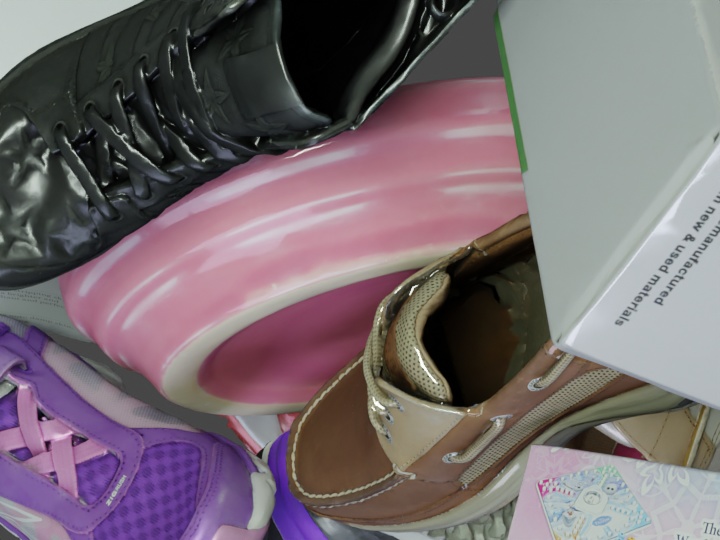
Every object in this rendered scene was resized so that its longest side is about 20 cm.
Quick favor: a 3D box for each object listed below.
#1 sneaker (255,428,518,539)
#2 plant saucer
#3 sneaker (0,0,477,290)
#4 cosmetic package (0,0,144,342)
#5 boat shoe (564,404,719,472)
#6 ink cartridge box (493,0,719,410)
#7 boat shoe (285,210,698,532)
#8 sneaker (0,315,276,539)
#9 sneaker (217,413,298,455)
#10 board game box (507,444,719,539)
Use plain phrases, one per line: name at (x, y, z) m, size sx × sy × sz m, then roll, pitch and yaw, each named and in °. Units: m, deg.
sneaker at (0.030, 0.123, 1.004) m, size 0.099 × 0.070 × 0.200 m, roll -34°, pitch 116°, yaw 31°
plant saucer at (0.000, 0.000, 0.926) m, size 0.199 × 0.051 × 0.201 m, roll -13°, pitch 161°, yaw -5°
sneaker at (-0.036, -0.058, 0.782) m, size 0.060 × 0.199 × 0.104 m, roll 56°, pitch 174°, yaw -14°
cosmetic package at (-0.130, -0.053, 0.930) m, size 0.112 × 0.082 × 0.200 m, roll 13°, pitch 157°, yaw -4°
boat shoe at (0.096, 0.041, 0.912) m, size 0.069 × 0.201 × 0.074 m, roll -7°, pitch -151°, yaw -32°
ink cartridge box at (0.146, -0.021, 0.755) m, size 0.199 × 0.145 × 0.084 m, roll 21°, pitch 126°, yaw -22°
boat shoe at (0.034, 0.024, 0.844) m, size 0.071 × 0.076 × 0.200 m, roll 15°, pitch 146°, yaw -35°
sneaker at (-0.105, 0.063, 0.942) m, size 0.088 × 0.081 × 0.200 m, roll 41°, pitch 172°, yaw -33°
sneaker at (0.013, 0.039, 1.060) m, size 0.115 × 0.200 × 0.078 m, roll -36°, pitch -178°, yaw 14°
board game box at (0.179, 0.105, 0.817) m, size 0.198 × 0.044 × 0.200 m, roll 5°, pitch 167°, yaw 43°
